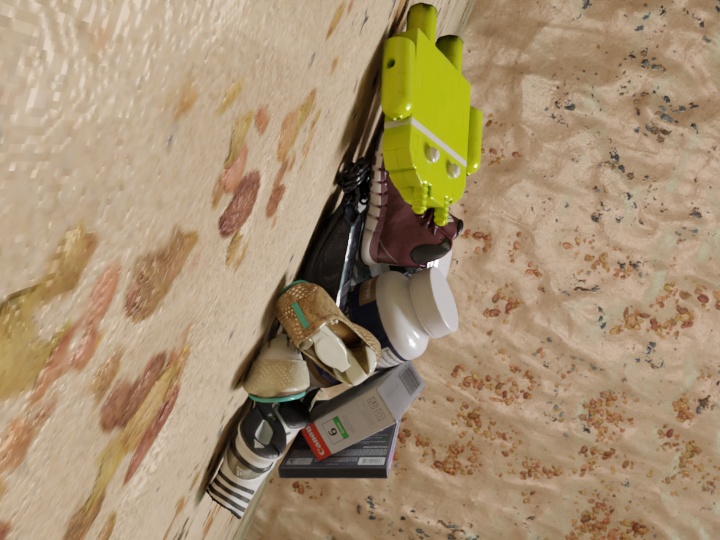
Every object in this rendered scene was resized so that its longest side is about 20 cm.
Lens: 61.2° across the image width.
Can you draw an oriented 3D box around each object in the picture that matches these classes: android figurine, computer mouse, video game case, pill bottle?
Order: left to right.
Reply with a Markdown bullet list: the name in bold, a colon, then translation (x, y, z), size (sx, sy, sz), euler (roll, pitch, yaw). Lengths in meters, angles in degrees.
- **computer mouse**: translation (-0.031, -0.023, 0.687), size (0.138, 0.051, 0.205), euler (-14, 116, -86)
- **video game case**: translation (-0.018, 0.227, 0.845), size (0.200, 0.139, 0.019), euler (-50, 135, -75)
- **pill bottle**: translation (0.018, 0.068, 0.770), size (0.197, 0.112, 0.111), euler (-22, -162, 22)
- **android figurine**: translation (0.071, -0.149, 0.602), size (0.181, 0.040, 0.205), euler (22, 69, -53)

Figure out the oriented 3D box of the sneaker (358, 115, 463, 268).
- **sneaker**: translation (0.066, -0.085, 0.680), size (0.076, 0.113, 0.203), euler (-71, 172, -49)

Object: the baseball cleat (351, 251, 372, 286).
- **baseball cleat**: translation (0.000, 0.000, 0.866), size (0.070, 0.104, 0.204), euler (-44, 155, -76)

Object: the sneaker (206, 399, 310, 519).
- **sneaker**: translation (-0.128, 0.208, 0.711), size (0.116, 0.075, 0.200), euler (-54, 177, 8)

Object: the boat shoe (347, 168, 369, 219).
- **boat shoe**: translation (0.057, -0.122, 0.756), size (0.199, 0.060, 0.077), euler (-35, -145, 46)

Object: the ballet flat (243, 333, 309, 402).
- **ballet flat**: translation (-0.086, 0.098, 0.632), size (0.200, 0.066, 0.064), euler (126, -39, -81)

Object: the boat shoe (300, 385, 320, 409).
- **boat shoe**: translation (-0.101, 0.188, 0.919), size (0.061, 0.073, 0.200), euler (-66, 176, 23)

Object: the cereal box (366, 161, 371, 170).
- **cereal box**: translation (0.077, -0.176, 0.892), size (0.142, 0.040, 0.200), euler (-28, -167, 19)

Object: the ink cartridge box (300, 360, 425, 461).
- **ink cartridge box**: translation (-0.018, 0.191, 0.792), size (0.199, 0.051, 0.109), euler (-35, 177, 29)

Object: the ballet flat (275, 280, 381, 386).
- **ballet flat**: translation (-0.023, 0.084, 0.627), size (0.070, 0.066, 0.200), euler (-36, 142, 7)

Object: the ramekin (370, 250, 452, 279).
- **ramekin**: translation (0.055, -0.023, 0.996), size (0.201, 0.196, 0.100), euler (-60, 167, -75)

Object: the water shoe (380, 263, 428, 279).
- **water shoe**: translation (0.070, -0.043, 0.848), size (0.078, 0.071, 0.204), euler (-25, -117, 33)
